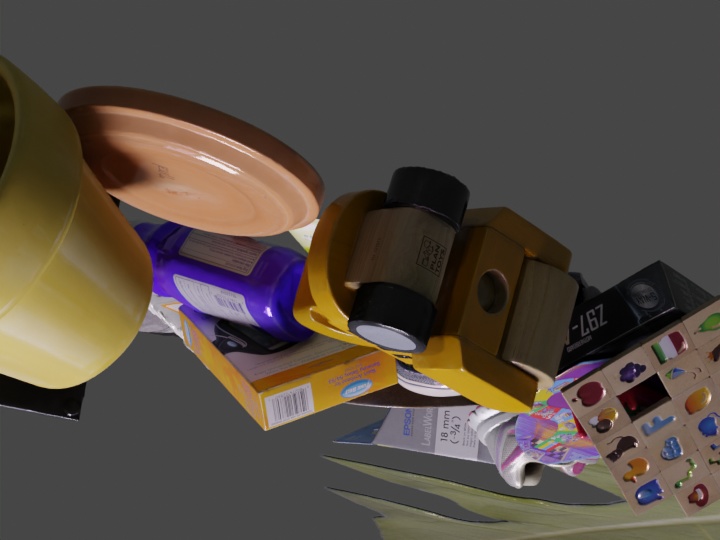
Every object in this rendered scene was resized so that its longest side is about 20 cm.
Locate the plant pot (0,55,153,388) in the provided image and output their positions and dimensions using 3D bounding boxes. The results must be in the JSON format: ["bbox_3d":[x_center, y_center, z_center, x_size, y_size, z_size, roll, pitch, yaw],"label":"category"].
[{"bbox_3d":[-0.244,-0.017,1.214,0.200,0.201,0.189,1,153,37],"label":"plant pot"}]

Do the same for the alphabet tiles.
[{"bbox_3d":[0.256,0.105,1.341,0.167,0.008,0.200,-31,132,4],"label":"alphabet tiles"}]

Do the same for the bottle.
[{"bbox_3d":[-0.118,0.001,1.452,0.200,0.065,0.084,16,160,40],"label":"bottle"}]

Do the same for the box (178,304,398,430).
[{"bbox_3d":[-0.066,0.056,1.467,0.119,0.042,0.200,-18,-153,-20],"label":"box"}]

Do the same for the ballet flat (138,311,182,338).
[{"bbox_3d":[-0.134,0.042,1.717,0.199,0.057,0.067,13,123,-5],"label":"ballet flat"}]

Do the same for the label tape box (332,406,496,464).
[{"bbox_3d":[0.093,0.136,1.725,0.199,0.064,0.144,6,-173,22],"label":"label tape box"}]

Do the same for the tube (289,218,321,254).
[{"bbox_3d":[0.000,0.000,1.427,0.058,0.052,0.200,-32,151,2],"label":"tube"}]

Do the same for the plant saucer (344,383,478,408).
[{"bbox_3d":[0.040,0.094,1.653,0.199,0.035,0.200,1,-173,0],"label":"plant saucer"}]

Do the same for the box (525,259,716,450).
[{"bbox_3d":[0.221,0.078,1.392,0.160,0.044,0.200,-31,143,26],"label":"box"}]

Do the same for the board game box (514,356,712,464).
[{"bbox_3d":[0.220,0.117,1.371,0.199,0.039,0.158,-8,147,-8],"label":"board game box"}]

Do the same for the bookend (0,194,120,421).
[{"bbox_3d":[-0.265,0.022,1.420,0.092,0.201,0.199,13,165,-17],"label":"bookend"}]

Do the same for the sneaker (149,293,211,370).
[{"bbox_3d":[-0.149,0.039,1.608,0.199,0.092,0.076,9,164,17],"label":"sneaker"}]

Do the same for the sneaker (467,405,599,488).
[{"bbox_3d":[0.191,0.127,1.554,0.200,0.088,0.081,-32,160,33],"label":"sneaker"}]

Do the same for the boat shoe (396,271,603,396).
[{"bbox_3d":[0.104,0.044,1.425,0.199,0.075,0.093,-13,151,19],"label":"boat shoe"}]

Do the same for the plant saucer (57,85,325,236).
[{"bbox_3d":[-0.124,-0.070,1.267,0.200,0.032,0.200,15,162,5],"label":"plant saucer"}]

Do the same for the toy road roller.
[{"bbox_3d":[0.045,0.014,1.288,0.200,0.123,0.146,29,160,-36],"label":"toy road roller"}]
